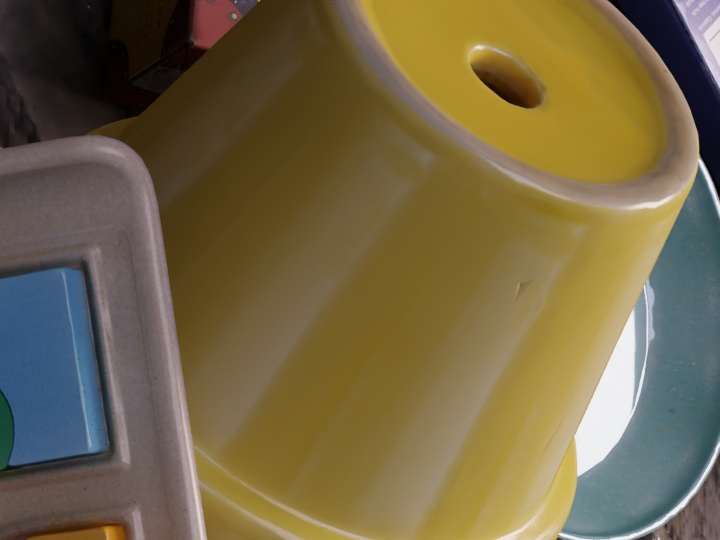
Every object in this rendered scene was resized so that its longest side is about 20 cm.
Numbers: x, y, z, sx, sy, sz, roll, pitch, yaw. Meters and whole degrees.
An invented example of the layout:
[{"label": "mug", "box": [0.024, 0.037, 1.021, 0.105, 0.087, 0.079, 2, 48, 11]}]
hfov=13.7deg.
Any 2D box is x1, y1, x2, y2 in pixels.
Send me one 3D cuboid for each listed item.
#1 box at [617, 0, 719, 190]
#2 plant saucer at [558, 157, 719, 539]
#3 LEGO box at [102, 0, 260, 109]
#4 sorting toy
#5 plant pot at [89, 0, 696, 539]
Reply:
[{"label": "box", "box": [0.185, -0.084, 1.308, 0.121, 0.032, 0.200, -46, 112, -40]}, {"label": "plant saucer", "box": [0.074, 0.009, 1.176, 0.200, 0.036, 0.201, 12, 72, -43]}, {"label": "LEGO box", "box": [-0.002, -0.146, 1.076, 0.148, 0.077, 0.201, 12, 72, -25]}, {"label": "sorting toy", "box": [-0.136, 0.074, 0.857, 0.036, 0.184, 0.201, -11, 91, -77]}, {"label": "plant pot", "box": [0.000, 0.000, 0.930, 0.200, 0.189, 0.201, 23, 36, -18]}]
